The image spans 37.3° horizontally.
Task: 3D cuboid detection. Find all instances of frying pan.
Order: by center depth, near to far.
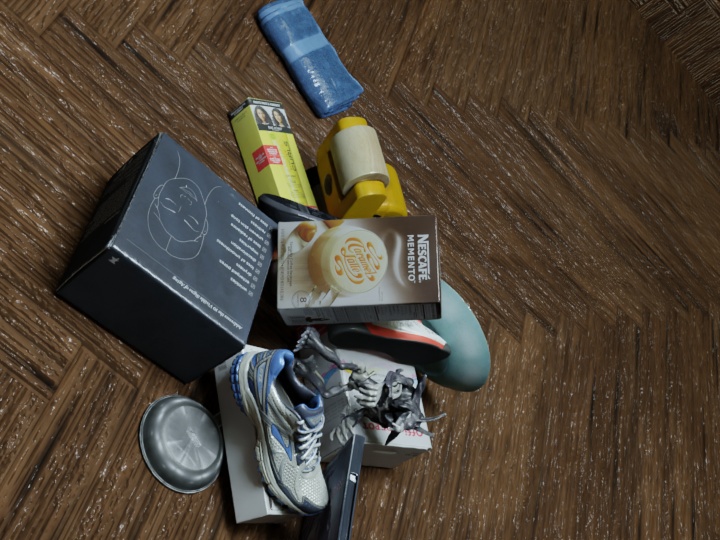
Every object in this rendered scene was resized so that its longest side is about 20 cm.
[{"bbox_3d":[-0.174,0.197,1.247,0.188,0.031,0.117,3,64,-46],"label":"frying pan"}]

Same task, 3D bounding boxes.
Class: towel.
[{"bbox_3d":[-0.082,-0.346,1.724,0.202,0.048,0.111,58,37,-1],"label":"towel"}]

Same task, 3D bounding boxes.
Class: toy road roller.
[{"bbox_3d":[0.009,-0.122,1.546,0.144,0.200,0.125,-4,65,-26],"label":"toy road roller"}]

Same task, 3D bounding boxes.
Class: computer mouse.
[{"bbox_3d":[-0.050,-0.045,1.425,0.197,0.053,0.139,20,10,-7],"label":"computer mouse"}]

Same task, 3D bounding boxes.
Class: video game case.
[{"bbox_3d":[-0.042,0.306,1.225,0.019,0.143,0.202,21,46,-14],"label":"video game case"}]

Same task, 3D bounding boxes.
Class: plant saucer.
[{"bbox_3d":[0.097,0.095,1.510,0.038,0.201,0.203,-34,91,-31],"label":"plant saucer"}]

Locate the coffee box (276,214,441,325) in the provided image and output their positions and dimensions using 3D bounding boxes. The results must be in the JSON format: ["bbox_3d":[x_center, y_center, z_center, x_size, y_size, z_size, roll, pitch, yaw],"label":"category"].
[{"bbox_3d":[0.000,0.000,1.312,0.080,0.196,0.116,73,15,-71],"label":"coffee box"}]

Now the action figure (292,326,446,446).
[{"bbox_3d":[0.002,0.155,1.288,0.198,0.120,0.102,29,34,5],"label":"action figure"}]

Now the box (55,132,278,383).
[{"bbox_3d":[-0.219,-0.014,1.262,0.199,0.123,0.198,39,39,-24],"label":"box"}]

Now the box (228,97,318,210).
[{"bbox_3d":[-0.122,-0.145,1.530,0.075,0.050,0.203,1,65,-48],"label":"box"}]

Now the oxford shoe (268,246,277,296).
[{"bbox_3d":[-0.051,0.022,1.494,0.198,0.071,0.074,14,74,-38],"label":"oxford shoe"}]

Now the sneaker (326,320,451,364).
[{"bbox_3d":[0.038,0.055,1.416,0.199,0.067,0.110,15,55,-35],"label":"sneaker"}]

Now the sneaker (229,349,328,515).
[{"bbox_3d":[-0.076,0.181,1.206,0.077,0.084,0.203,-33,101,-60],"label":"sneaker"}]

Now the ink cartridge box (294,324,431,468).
[{"bbox_3d":[0.002,0.152,1.431,0.146,0.085,0.203,14,56,-41],"label":"ink cartridge box"}]

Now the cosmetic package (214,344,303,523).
[{"bbox_3d":[-0.120,0.193,1.265,0.082,0.050,0.203,23,52,-59],"label":"cosmetic package"}]
